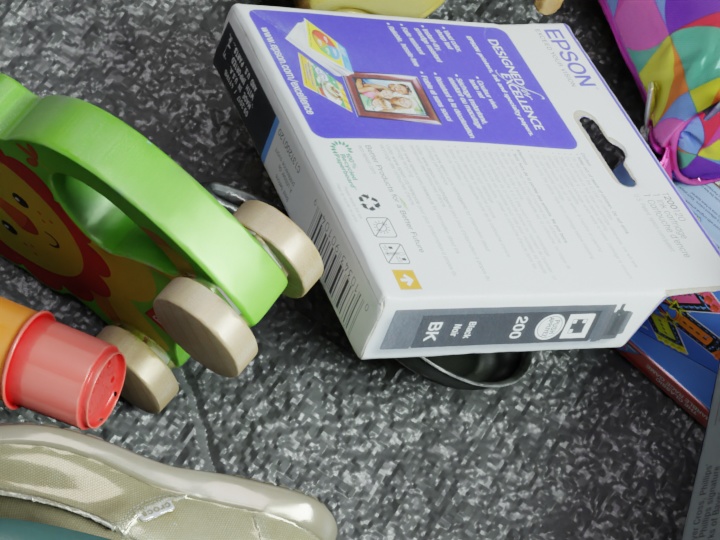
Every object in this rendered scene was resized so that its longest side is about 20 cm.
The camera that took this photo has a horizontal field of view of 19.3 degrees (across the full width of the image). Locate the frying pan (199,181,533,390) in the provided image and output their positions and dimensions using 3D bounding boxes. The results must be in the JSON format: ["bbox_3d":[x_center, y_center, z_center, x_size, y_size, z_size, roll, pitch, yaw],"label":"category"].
[{"bbox_3d":[0.009,0.013,0.988,0.189,0.031,0.115,0,51,-48],"label":"frying pan"}]

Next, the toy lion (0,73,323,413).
[{"bbox_3d":[-0.129,-0.028,0.953,0.192,0.200,0.069,43,68,-9],"label":"toy lion"}]

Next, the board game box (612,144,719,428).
[{"bbox_3d":[0.189,0.028,1.060,0.200,0.019,0.103,42,65,11],"label":"board game box"}]

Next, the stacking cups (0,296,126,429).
[{"bbox_3d":[-0.204,0.025,0.965,0.199,0.061,0.061,23,65,17],"label":"stacking cups"}]

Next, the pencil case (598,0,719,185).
[{"bbox_3d":[0.161,-0.140,1.087,0.088,0.089,0.201,-9,60,-11],"label":"pencil case"}]

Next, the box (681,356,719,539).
[{"bbox_3d":[0.253,0.109,0.945,0.199,0.105,0.185,30,62,-26],"label":"box"}]

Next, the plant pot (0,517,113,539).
[{"bbox_3d":[-0.152,0.190,0.855,0.160,0.201,0.202,19,65,13],"label":"plant pot"}]

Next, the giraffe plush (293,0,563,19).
[{"bbox_3d":[0.027,-0.228,1.092,0.198,0.173,0.163,-8,45,0],"label":"giraffe plush"}]

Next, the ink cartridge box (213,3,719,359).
[{"bbox_3d":[0.053,-0.045,1.000,0.199,0.044,0.199,-1,46,-30],"label":"ink cartridge box"}]

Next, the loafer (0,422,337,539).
[{"bbox_3d":[-0.110,0.120,0.950,0.198,0.076,0.069,10,59,-4],"label":"loafer"}]
